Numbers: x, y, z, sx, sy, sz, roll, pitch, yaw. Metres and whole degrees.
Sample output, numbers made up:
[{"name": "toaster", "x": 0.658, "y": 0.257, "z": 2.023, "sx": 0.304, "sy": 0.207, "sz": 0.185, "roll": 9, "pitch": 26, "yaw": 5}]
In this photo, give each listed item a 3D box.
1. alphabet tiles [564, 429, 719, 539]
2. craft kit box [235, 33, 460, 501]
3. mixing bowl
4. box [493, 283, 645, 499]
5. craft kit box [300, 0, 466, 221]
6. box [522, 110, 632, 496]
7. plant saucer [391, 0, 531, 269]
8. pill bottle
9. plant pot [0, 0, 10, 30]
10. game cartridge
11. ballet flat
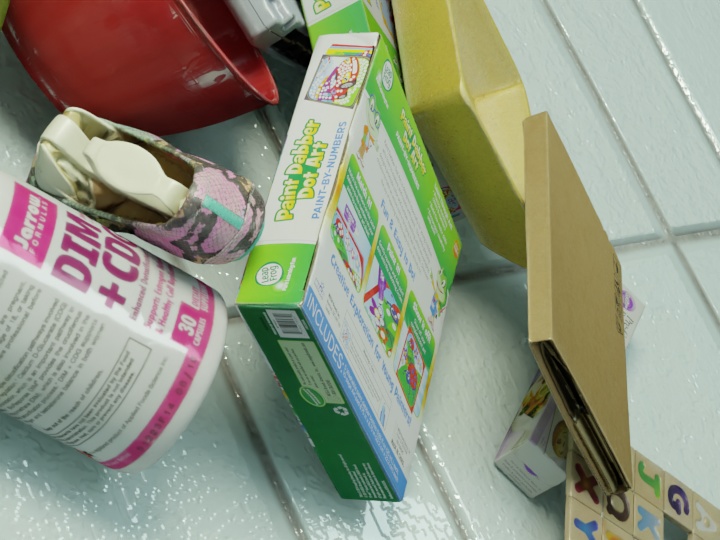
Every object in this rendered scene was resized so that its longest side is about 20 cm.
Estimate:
[{"name": "alphabet tiles", "x": 0.187, "y": 0.211, "z": 1.274, "sx": 0.167, "sy": 0.008, "sz": 0.201, "roll": 35, "pitch": 46, "yaw": -34}, {"name": "craft kit box", "x": 0.000, "y": 0.000, "z": 1.150, "sx": 0.200, "sy": 0.048, "sz": 0.198, "roll": 66, "pitch": 34, "yaw": -47}, {"name": "mixing bowl", "x": -0.148, "y": -0.154, "z": 1.164, "sx": 0.201, "sy": 0.108, "sz": 0.200, "roll": 55, "pitch": 7, "yaw": -10}, {"name": "box", "x": 0.146, "y": 0.076, "z": 1.344, "sx": 0.041, "sy": 0.039, "sz": 0.200, "roll": 46, "pitch": 40, "yaw": -10}, {"name": "craft kit box", "x": 0.010, "y": -0.155, "z": 1.317, "sx": 0.197, "sy": 0.048, "sz": 0.201, "roll": 42, "pitch": 30, "yaw": -58}, {"name": "box", "x": 0.141, "y": 0.020, "z": 1.271, "sx": 0.201, "sy": 0.021, "sz": 0.164, "roll": -85, "pitch": 154, "yaw": -42}, {"name": "plant saucer", "x": 0.071, "y": -0.116, "z": 1.310, "sx": 0.200, "sy": 0.048, "sz": 0.201, "roll": 56, "pitch": 20, "yaw": -45}, {"name": "pill bottle", "x": -0.180, "y": 0.016, "z": 1.028, "sx": 0.199, "sy": 0.113, "sz": 0.114, "roll": 30, "pitch": 44, "yaw": -23}, {"name": "plant pot", "x": -0.246, "y": -0.206, "z": 1.026, "sx": 0.187, "sy": 0.200, "sz": 0.187, "roll": 29, "pitch": 22, "yaw": -13}, {"name": "game cartridge", "x": -0.070, "y": -0.199, "z": 1.290, "sx": 0.134, "sy": 0.040, "sz": 0.200, "roll": 62, "pitch": 10, "yaw": 8}, {"name": "ballet flat", "x": -0.134, "y": -0.053, "z": 1.072, "sx": 0.071, "sy": 0.199, "sz": 0.069, "roll": 42, "pitch": 74, "yaw": -43}]
